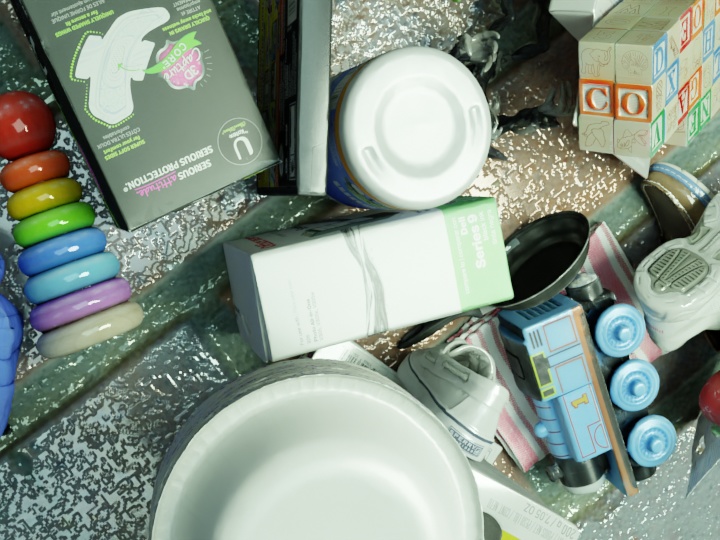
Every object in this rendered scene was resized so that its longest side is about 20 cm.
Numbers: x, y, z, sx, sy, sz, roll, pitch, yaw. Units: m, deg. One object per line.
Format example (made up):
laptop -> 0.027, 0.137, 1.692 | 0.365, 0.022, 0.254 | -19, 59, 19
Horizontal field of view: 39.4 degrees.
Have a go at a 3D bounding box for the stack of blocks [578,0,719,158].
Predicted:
stack of blocks -> 0.239, -0.160, 0.799 | 0.200, 0.058, 0.116 | -42, 133, -43

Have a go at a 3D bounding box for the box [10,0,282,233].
box -> -0.164, -0.144, 0.745 | 0.123, 0.148, 0.202 | -25, 100, -14

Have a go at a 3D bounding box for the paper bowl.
paper bowl -> -0.024, 0.158, 0.591 | 0.198, 0.104, 0.204 | -1, 93, -12

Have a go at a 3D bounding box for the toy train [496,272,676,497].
toy train -> 0.197, 0.105, 0.879 | 0.113, 0.087, 0.202 | -21, 105, -6

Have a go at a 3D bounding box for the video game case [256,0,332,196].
video game case -> -0.052, -0.158, 0.759 | 0.025, 0.181, 0.203 | 0, 94, -15

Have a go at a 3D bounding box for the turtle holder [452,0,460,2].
turtle holder -> 0.070, -0.323, 0.820 | 0.132, 0.185, 0.142 | -42, 138, -20

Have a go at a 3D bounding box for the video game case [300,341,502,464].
video game case -> -0.002, 0.175, 0.874 | 0.199, 0.036, 0.182 | 35, 84, -15

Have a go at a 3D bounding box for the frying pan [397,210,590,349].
frying pan -> 0.125, 0.020, 0.860 | 0.190, 0.115, 0.031 | -46, 113, -8

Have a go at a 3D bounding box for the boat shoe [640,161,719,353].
boat shoe -> 0.314, -0.007, 0.934 | 0.072, 0.072, 0.201 | -39, 103, -8

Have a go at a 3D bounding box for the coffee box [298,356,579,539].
coffee box -> 0.005, 0.209, 0.756 | 0.198, 0.200, 0.199 | 30, 87, -14

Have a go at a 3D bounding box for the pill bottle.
pill bottle -> 0.014, -0.103, 0.773 | 0.111, 0.200, 0.114 | -1, 94, -16

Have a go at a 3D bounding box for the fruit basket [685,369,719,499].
fruit basket -> 0.352, 0.093, 0.866 | 0.093, 0.185, 0.202 | 31, 112, 12

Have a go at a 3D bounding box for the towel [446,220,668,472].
towel -> 0.188, 0.070, 0.925 | 0.199, 0.030, 0.147 | -37, 104, -11

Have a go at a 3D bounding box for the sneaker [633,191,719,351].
sneaker -> 0.317, -0.003, 0.877 | 0.199, 0.078, 0.100 | -30, 138, -13

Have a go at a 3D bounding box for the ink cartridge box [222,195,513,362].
ink cartridge box -> 0.000, 0.000, 0.804 | 0.198, 0.146, 0.085 | -14, 98, -15

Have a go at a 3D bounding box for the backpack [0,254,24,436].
backpack -> -0.318, 0.048, 0.688 | 0.160, 0.200, 0.170 | 6, 93, -16

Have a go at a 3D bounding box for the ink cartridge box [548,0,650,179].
ink cartridge box -> 0.212, -0.186, 0.844 | 0.199, 0.044, 0.179 | 15, 88, -58

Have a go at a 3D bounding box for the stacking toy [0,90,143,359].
stacking toy -> -0.240, -0.039, 0.772 | 0.085, 0.085, 0.202 | -21, 94, -13

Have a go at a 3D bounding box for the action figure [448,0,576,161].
action figure -> 0.118, -0.168, 0.852 | 0.118, 0.102, 0.202 | 23, 86, -28

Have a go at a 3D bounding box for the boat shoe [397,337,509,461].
boat shoe -> 0.081, 0.089, 0.804 | 0.073, 0.200, 0.066 | 32, 95, -13
